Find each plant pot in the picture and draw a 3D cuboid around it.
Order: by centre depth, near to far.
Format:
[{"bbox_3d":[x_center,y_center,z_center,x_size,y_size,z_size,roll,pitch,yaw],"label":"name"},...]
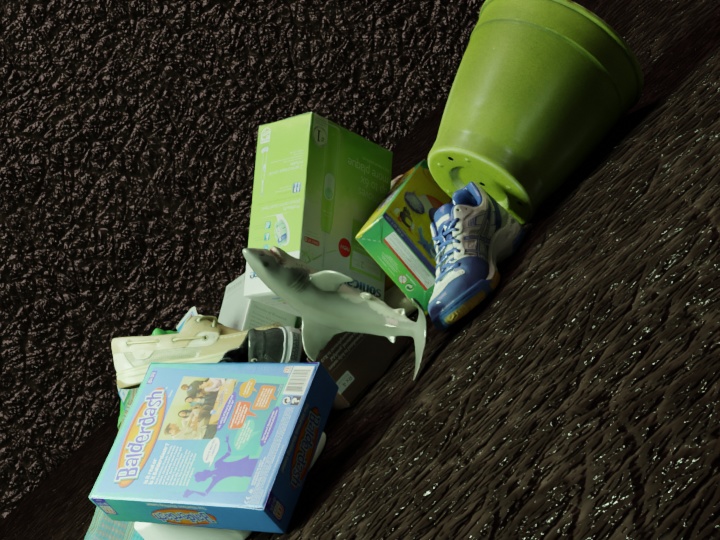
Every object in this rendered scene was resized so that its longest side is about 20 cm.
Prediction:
[{"bbox_3d":[0.171,-0.161,1.589,0.194,0.200,0.200,-58,12,-21],"label":"plant pot"}]

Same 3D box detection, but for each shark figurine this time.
[{"bbox_3d":[-0.015,0.053,1.458,0.090,0.213,0.128,-64,-22,-6],"label":"shark figurine"}]

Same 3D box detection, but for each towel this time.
[{"bbox_3d":[-0.247,0.226,1.652,0.146,0.022,0.202,2,75,55],"label":"towel"}]

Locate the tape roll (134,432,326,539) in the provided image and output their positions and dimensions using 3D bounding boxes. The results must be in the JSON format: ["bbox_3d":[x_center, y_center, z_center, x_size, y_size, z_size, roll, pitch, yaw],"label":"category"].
[{"bbox_3d":[-0.128,0.206,1.462,0.202,0.071,0.202,-42,7,6],"label":"tape roll"}]

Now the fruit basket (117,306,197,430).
[{"bbox_3d":[-0.219,0.171,1.729,0.186,0.093,0.201,-57,32,30],"label":"fruit basket"}]

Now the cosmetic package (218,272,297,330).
[{"bbox_3d":[-0.137,0.102,1.821,0.102,0.074,0.202,-33,40,54],"label":"cosmetic package"}]

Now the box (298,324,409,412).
[{"bbox_3d":[-0.038,0.100,1.590,0.100,0.075,0.200,-46,9,-24],"label":"box"}]

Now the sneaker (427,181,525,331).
[{"bbox_3d":[0.095,-0.016,1.472,0.075,0.088,0.200,-36,11,32],"label":"sneaker"}]

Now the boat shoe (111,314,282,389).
[{"bbox_3d":[-0.178,0.080,1.650,0.198,0.066,0.072,-14,-8,3],"label":"boat shoe"}]

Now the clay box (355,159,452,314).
[{"bbox_3d":[0.074,-0.046,1.655,0.047,0.115,0.200,-37,9,31],"label":"clay box"}]

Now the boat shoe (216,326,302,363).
[{"bbox_3d":[-0.121,0.107,1.553,0.200,0.066,0.071,138,137,-62],"label":"boat shoe"}]

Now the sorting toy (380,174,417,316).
[{"bbox_3d":[0.000,0.000,1.743,0.185,0.036,0.201,-37,37,28],"label":"sorting toy"}]

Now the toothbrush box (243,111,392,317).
[{"bbox_3d":[-0.044,-0.054,1.652,0.086,0.145,0.202,-8,70,40],"label":"toothbrush box"}]

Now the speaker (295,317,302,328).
[{"bbox_3d":[-0.001,0.015,1.844,0.200,0.089,0.089,-40,7,24],"label":"speaker"}]

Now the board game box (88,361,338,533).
[{"bbox_3d":[-0.133,0.156,1.349,0.198,0.045,0.153,-1,52,32],"label":"board game box"}]
